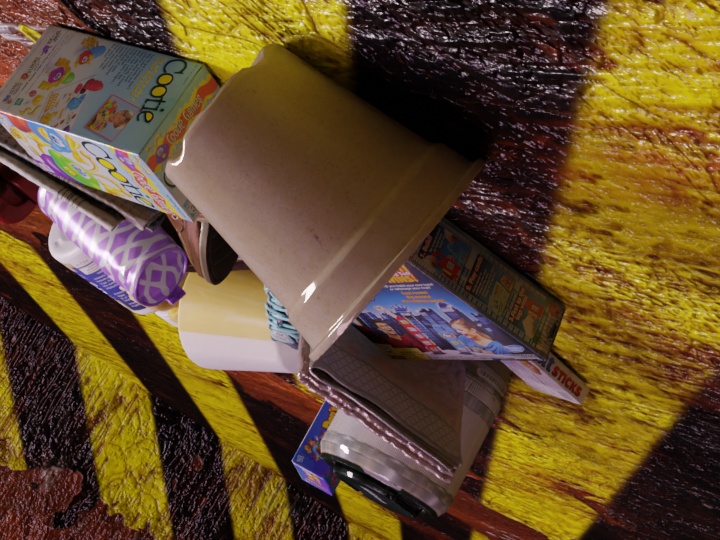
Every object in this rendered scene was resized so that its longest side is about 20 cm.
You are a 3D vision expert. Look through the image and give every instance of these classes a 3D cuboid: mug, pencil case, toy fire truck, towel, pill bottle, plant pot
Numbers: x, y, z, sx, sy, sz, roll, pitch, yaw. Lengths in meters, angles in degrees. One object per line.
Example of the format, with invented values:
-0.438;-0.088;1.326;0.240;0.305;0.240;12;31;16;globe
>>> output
-0.120;0.049;1.867;0.153;0.150;0.187;11;165;33;mug
-0.276;-0.043;1.764;0.200;0.084;0.086;42;160;30;pencil case
-0.447;-0.095;1.862;0.128;0.200;0.176;22;165;29;toy fire truck
0.025;0.097;1.589;0.200;0.032;0.191;36;-153;-18;towel
-0.277;-0.016;1.983;0.200;0.120;0.120;39;164;-35;pill bottle
-0.038;-0.066;1.206;0.183;0.201;0.200;41;166;-1;plant pot
-0.295;-0.103;1.712;0.200;0.035;0.193;28;-167;0;towel

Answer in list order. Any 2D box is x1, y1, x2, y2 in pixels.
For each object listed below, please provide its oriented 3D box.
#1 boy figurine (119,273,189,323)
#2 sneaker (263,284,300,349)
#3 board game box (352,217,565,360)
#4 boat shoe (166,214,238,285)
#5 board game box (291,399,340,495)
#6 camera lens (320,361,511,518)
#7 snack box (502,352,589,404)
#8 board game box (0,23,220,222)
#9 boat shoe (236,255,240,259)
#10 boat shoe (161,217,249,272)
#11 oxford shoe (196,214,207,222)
-0.232;-0.007;1.901;0.064;0.124;0.200;10;146;45;boy figurine
-0.065;0.041;1.714;0.077;0.086;0.200;28;171;28;sneaker
0.050;0.007;1.460;0.200;0.062;0.200;-2;144;44;board game box
-0.159;-0.074;1.559;0.068;0.072;0.200;22;137;21;boat shoe
-0.010;0.166;1.929;0.045;0.200;0.135;27;166;10;board game box
0.061;0.162;1.765;0.160;0.200;0.160;27;167;7;camera lens
0.157;0.077;1.636;0.072;0.024;0.200;18;163;48;snack box
-0.215;-0.134;1.427;0.200;0.105;0.103;19;157;36;board game box
-0.170;-0.081;1.658;0.200;0.074;0.065;35;-165;8;boat shoe
-0.166;-0.028;1.774;0.200;0.071;0.070;7;176;41;boat shoe
-0.109;-0.058;1.459;0.199;0.071;0.075;9;150;9;oxford shoe
